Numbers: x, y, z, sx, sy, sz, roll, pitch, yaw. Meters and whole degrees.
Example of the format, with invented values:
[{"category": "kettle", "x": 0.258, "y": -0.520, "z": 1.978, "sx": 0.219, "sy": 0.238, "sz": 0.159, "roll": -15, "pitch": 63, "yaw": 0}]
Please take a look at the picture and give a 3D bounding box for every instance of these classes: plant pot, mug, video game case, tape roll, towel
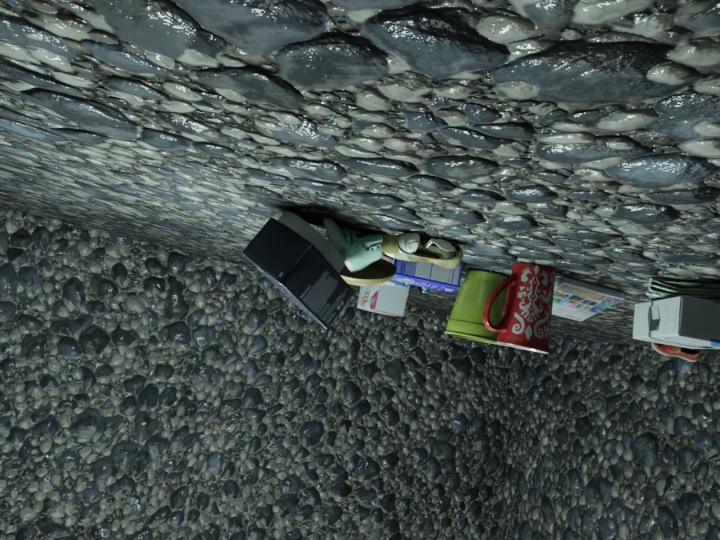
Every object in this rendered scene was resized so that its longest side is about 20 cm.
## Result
[{"category": "plant pot", "x": 0.000, "y": 0.000, "z": 1.535, "sx": 0.194, "sy": 0.028, "sz": 0.201, "roll": 5, "pitch": -161, "yaw": -2}, {"category": "mug", "x": 0.405, "y": 0.088, "z": 1.412, "sx": 0.175, "sy": 0.206, "sz": 0.131, "roll": 18, "pitch": 171, "yaw": -42}, {"category": "video game case", "x": 0.585, "y": 0.082, "z": 1.572, "sx": 0.194, "sy": 0.024, "sz": 0.182, "roll": 14, "pitch": 152, "yaw": -14}, {"category": "tape roll", "x": -0.122, "y": -0.066, "z": 1.403, "sx": 0.202, "sy": 0.037, "sz": 0.203, "roll": 40, "pitch": 170, "yaw": 8}, {"category": "plant pot", "x": 0.359, "y": 0.106, "z": 1.684, "sx": 0.194, "sy": 0.199, "sz": 0.200, "roll": 11, "pitch": 174, "yaw": 1}, {"category": "towel", "x": 0.743, "y": 0.063, "z": 1.272, "sx": 0.168, "sy": 0.050, "sz": 0.198, "roll": 8, "pitch": 173, "yaw": 39}]

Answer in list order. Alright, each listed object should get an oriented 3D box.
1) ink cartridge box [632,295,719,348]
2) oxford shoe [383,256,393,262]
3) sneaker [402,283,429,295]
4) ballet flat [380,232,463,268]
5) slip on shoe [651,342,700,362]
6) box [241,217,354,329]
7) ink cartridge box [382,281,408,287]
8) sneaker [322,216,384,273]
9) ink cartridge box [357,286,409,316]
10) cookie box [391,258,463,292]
[{"category": "ink cartridge box", "x": 0.696, "y": 0.115, "z": 1.218, "sx": 0.141, "sy": 0.086, "sz": 0.200, "roll": 9, "pitch": 172, "yaw": 2}, {"category": "oxford shoe", "x": 0.035, "y": -0.008, "z": 1.839, "sx": 0.069, "sy": 0.076, "sz": 0.198, "roll": 15, "pitch": 173, "yaw": -29}, {"category": "sneaker", "x": 0.215, "y": 0.035, "z": 1.808, "sx": 0.194, "sy": 0.093, "sz": 0.078, "roll": 12, "pitch": 174, "yaw": -13}, {"category": "ballet flat", "x": 0.145, "y": -0.055, "z": 1.326, "sx": 0.194, "sy": 0.073, "sz": 0.071, "roll": 13, "pitch": 174, "yaw": -3}, {"category": "slip on shoe", "x": 1.363, "y": 0.335, "z": 2.468, "sx": 0.195, "sy": 0.075, "sz": 0.062, "roll": 16, "pitch": 141, "yaw": 17}, {"category": "box", "x": -0.146, "y": 0.006, "z": 1.353, "sx": 0.195, "sy": 0.118, "sz": 0.200, "roll": 32, "pitch": 168, "yaw": 46}, {"category": "ink cartridge box", "x": 0.067, "y": 0.010, "z": 1.963, "sx": 0.114, "sy": 0.070, "sz": 0.198, "roll": 16, "pitch": 173, "yaw": -35}, {"category": "sneaker", "x": -0.011, "y": -0.083, "z": 1.400, "sx": 0.116, "sy": 0.075, "sz": 0.201, "roll": -26, "pitch": 140, "yaw": 10}, {"category": "ink cartridge box", "x": 0.091, "y": 0.100, "z": 2.351, "sx": 0.141, "sy": 0.150, "sz": 0.199, "roll": 14, "pitch": 173, "yaw": -20}, {"category": "cookie box", "x": 0.188, "y": 0.005, "z": 1.667, "sx": 0.194, "sy": 0.078, "sz": 0.171, "roll": 12, "pitch": 173, "yaw": 2}]
